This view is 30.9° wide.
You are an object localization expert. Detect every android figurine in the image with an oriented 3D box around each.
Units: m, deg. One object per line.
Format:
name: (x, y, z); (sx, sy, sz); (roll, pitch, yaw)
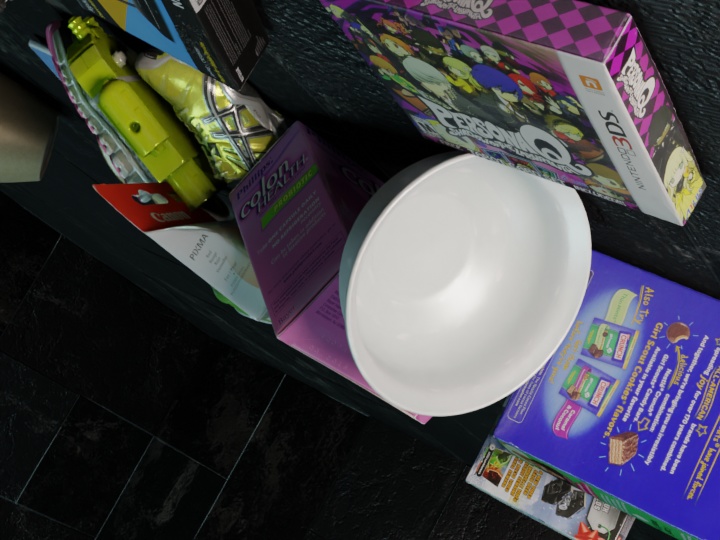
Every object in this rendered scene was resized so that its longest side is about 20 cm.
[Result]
android figurine: (-0.195, -0.145, 1.179); (0.201, 0.041, 0.182); (54, -171, -4)

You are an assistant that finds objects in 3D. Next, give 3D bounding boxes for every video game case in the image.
video game case: (0.088, -0.107, 0.756); (0.199, 0.036, 0.181); (23, 167, 34)

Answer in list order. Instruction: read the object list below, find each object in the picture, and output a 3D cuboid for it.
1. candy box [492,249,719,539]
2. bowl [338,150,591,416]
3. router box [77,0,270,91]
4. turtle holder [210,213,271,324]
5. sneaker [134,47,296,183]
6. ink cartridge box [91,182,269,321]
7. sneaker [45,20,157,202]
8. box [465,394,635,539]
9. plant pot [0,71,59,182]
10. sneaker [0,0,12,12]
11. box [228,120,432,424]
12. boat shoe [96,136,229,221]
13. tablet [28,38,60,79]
candy box: (0.228, 0.101, 0.993); (0.199, 0.170, 0.077); (24, 173, 28)
bowl: (0.060, -0.004, 0.940); (0.201, 0.202, 0.090); (37, -179, -36)
router box: (-0.151, -0.209, 0.882); (0.148, 0.051, 0.200); (29, 170, 14)
turtle holder: (-0.101, -0.010, 1.471); (0.131, 0.142, 0.185); (33, 168, -25)
sneaker: (-0.116, -0.123, 1.145); (0.199, 0.077, 0.075); (34, 171, -15)
ink cartridge box: (-0.125, -0.038, 1.194); (0.200, 0.050, 0.162); (40, -165, 12)
sneaker: (-0.235, -0.170, 1.292); (0.201, 0.087, 0.074); (60, 175, -25)
box: (0.194, 0.120, 1.093); (0.136, 0.201, 0.040); (25, 173, 26)
plant pot: (-0.501, -0.190, 1.697); (0.198, 0.189, 0.187); (17, 172, -10)
sneaker: (-0.270, -0.237, 0.936); (0.091, 0.066, 0.200); (57, -177, -23)
box: (0.000, 0.000, 1.095); (0.175, 0.097, 0.201); (33, -161, -35)
boat shoe: (-0.232, -0.119, 1.566); (0.071, 0.073, 0.200); (-15, 131, 32)
tablet: (-0.260, -0.187, 1.421); (0.199, 0.014, 0.130); (26, 169, 19)
